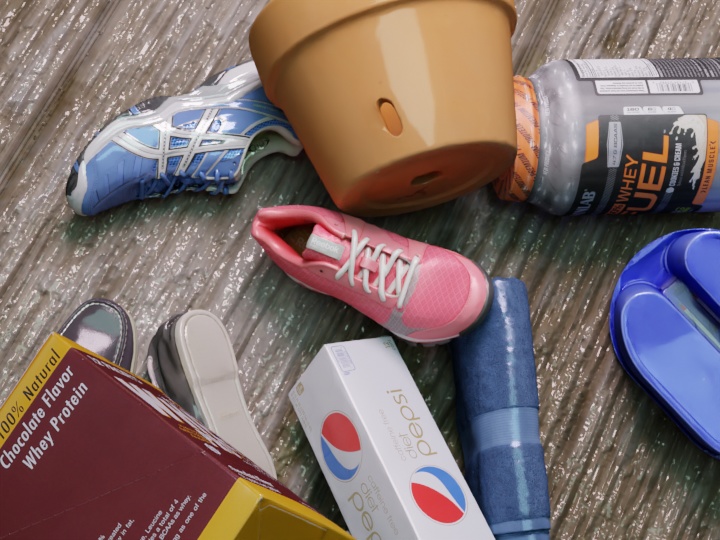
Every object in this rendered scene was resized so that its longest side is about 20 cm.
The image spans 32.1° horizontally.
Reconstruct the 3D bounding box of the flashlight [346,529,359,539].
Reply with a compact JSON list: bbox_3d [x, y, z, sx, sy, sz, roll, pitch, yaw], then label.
[{"bbox_3d":[0.038,0.274,0.874,0.068,0.068,0.201,-28,72,-2],"label":"flashlight"}]

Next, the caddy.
[{"bbox_3d":[0.281,0.059,0.952,0.141,0.105,0.200,-43,81,7],"label":"caddy"}]

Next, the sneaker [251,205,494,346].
[{"bbox_3d":[0.000,0.000,0.903,0.199,0.087,0.074,18,86,34],"label":"sneaker"}]

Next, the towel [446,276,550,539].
[{"bbox_3d":[0.098,0.111,0.905,0.048,0.112,0.201,-1,73,-8],"label":"towel"}]

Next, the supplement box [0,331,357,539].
[{"bbox_3d":[-0.151,0.184,0.782,0.200,0.133,0.198,30,84,33],"label":"supplement box"}]

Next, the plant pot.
[{"bbox_3d":[0.031,-0.129,0.913,0.199,0.200,0.141,-14,76,-11],"label":"plant pot"}]

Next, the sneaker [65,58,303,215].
[{"bbox_3d":[-0.132,-0.092,0.964,0.199,0.076,0.077,-30,73,-14],"label":"sneaker"}]

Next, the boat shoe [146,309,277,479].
[{"bbox_3d":[-0.110,0.129,0.913,0.067,0.057,0.201,-2,72,-45],"label":"boat shoe"}]

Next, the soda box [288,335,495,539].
[{"bbox_3d":[0.024,0.147,0.877,0.063,0.068,0.201,-4,55,-37],"label":"soda box"}]

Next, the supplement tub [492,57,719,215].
[{"bbox_3d":[0.207,-0.105,0.984,0.199,0.123,0.123,-2,72,-7],"label":"supplement tub"}]

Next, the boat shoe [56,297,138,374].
[{"bbox_3d":[-0.217,0.107,0.894,0.072,0.065,0.201,24,70,3],"label":"boat shoe"}]
